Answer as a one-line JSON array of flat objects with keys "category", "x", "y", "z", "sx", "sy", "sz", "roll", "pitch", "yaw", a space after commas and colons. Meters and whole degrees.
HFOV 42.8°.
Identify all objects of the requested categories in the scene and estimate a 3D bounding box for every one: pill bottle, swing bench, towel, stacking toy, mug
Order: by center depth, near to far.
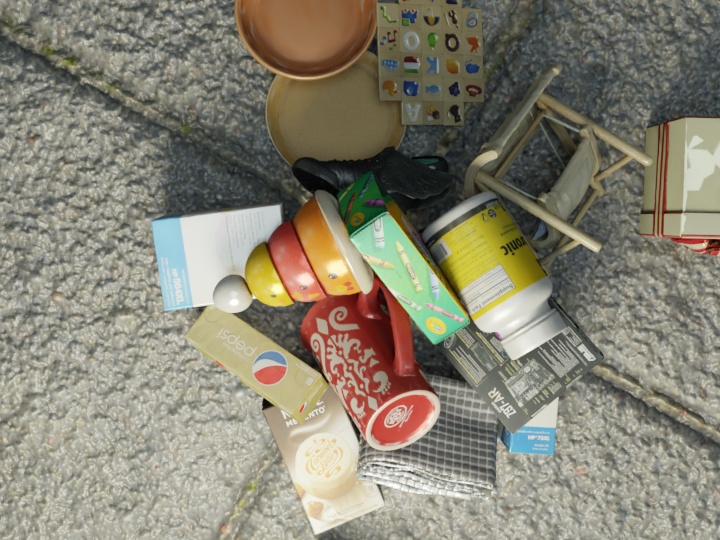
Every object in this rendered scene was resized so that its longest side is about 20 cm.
[{"category": "pill bottle", "x": 0.174, "y": 0.009, "z": 1.169, "sx": 0.111, "sy": 0.111, "sz": 0.200, "roll": -31, "pitch": 83, "yaw": 0}, {"category": "stacking toy", "x": -0.095, "y": 0.000, "z": 1.173, "sx": 0.200, "sy": 0.146, "sz": 0.146, "roll": -27, "pitch": 96, "yaw": 2}, {"category": "mug", "x": 0.012, "y": 0.118, "z": 1.220, "sx": 0.133, "sy": 0.200, "sz": 0.178, "roll": -21, "pitch": 135, "yaw": -11}, {"category": "swing bench", "x": 0.257, "y": -0.135, "z": 1.252, "sx": 0.200, "sy": 0.130, "sz": 0.199, "roll": 42, "pitch": 59, "yaw": -5}, {"category": "towel", "x": 0.101, "y": 0.228, "z": 1.292, "sx": 0.200, "sy": 0.166, "sz": 0.086, "roll": 11, "pitch": 137, "yaw": -3}]

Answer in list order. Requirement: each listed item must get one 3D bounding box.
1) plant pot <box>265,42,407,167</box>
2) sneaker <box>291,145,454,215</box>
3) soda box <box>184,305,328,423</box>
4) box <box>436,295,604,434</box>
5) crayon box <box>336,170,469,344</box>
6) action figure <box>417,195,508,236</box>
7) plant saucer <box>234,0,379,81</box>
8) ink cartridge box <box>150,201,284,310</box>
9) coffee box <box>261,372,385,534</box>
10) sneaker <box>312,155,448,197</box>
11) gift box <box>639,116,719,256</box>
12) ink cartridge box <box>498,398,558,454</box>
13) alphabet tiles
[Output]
[{"category": "plant pot", "x": -0.034, "y": -0.221, "z": 1.303, "sx": 0.200, "sy": 0.027, "sz": 0.200, "roll": 0, "pitch": 86, "yaw": -4}, {"category": "sneaker", "x": 0.017, "y": -0.127, "z": 1.238, "sx": 0.200, "sy": 0.060, "sz": 0.104, "roll": 27, "pitch": 67, "yaw": 9}, {"category": "soda box", "x": -0.145, "y": 0.126, "z": 1.280, "sx": 0.200, "sy": 0.064, "sz": 0.068, "roll": 32, "pitch": 76, "yaw": 19}, {"category": "box", "x": 0.202, "y": 0.093, "z": 1.240, "sx": 0.160, "sy": 0.044, "sz": 0.200, "roll": -43, "pitch": 77, "yaw": 12}, {"category": "crayon box", "x": 0.053, "y": -0.015, "z": 1.156, "sx": 0.058, "sy": 0.119, "sz": 0.200, "roll": -33, "pitch": 120, "yaw": 10}, {"category": "action figure", "x": 0.132, "y": -0.028, "z": 1.300, "sx": 0.200, "sy": 0.119, "sz": 0.102, "roll": -42, "pitch": 58, "yaw": -6}, {"category": "plant saucer", "x": -0.075, "y": -0.359, "z": 1.281, "sx": 0.200, "sy": 0.037, "sz": 0.201, "roll": 0, "pitch": 84, "yaw": -2}, {"category": "ink cartridge box", "x": -0.174, "y": -0.025, "z": 1.275, "sx": 0.200, "sy": 0.129, "sz": 0.125, "roll": -7, "pitch": 97, "yaw": -3}, {"category": "coffee box", "x": -0.055, "y": 0.262, "z": 1.334, "sx": 0.114, "sy": 0.080, "sz": 0.200, "roll": -23, "pitch": 96, "yaw": -1}, {"category": "sneaker", "x": 0.036, "y": -0.101, "z": 1.318, "sx": 0.200, "sy": 0.074, "sz": 0.088, "roll": -16, "pitch": 109, "yaw": 8}, {"category": "gift box", "x": 0.512, "y": -0.113, "z": 1.280, "sx": 0.200, "sy": 0.185, "sz": 0.187, "roll": 2, "pitch": 94, "yaw": 3}, {"category": "ink cartridge box", "x": 0.242, "y": 0.151, "z": 1.322, "sx": 0.067, "sy": 0.116, "sz": 0.200, "roll": 4, "pitch": 96, "yaw": -3}, {"category": "alphabet tiles", "x": 0.100, "y": -0.306, "z": 1.299, "sx": 0.166, "sy": 0.006, "sz": 0.200, "roll": -4, "pitch": 96, "yaw": -23}]
